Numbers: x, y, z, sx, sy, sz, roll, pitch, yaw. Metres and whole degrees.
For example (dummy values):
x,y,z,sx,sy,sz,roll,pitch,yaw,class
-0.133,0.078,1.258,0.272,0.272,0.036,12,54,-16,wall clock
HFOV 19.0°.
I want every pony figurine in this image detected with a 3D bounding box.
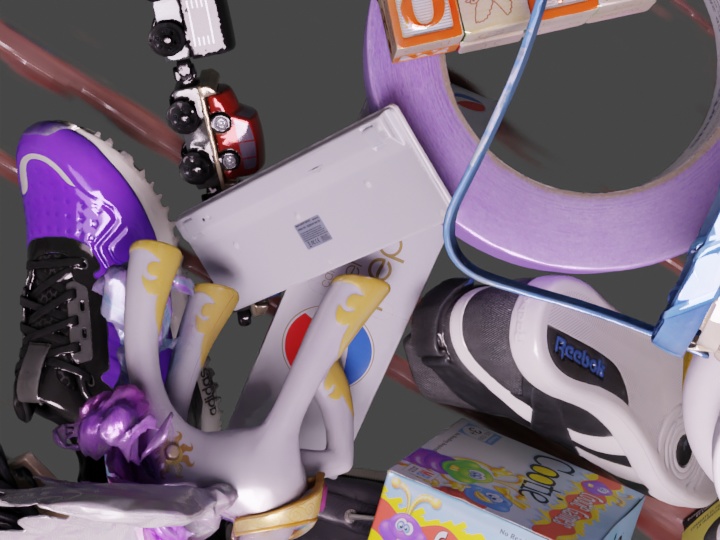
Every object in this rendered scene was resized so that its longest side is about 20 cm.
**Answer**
x,y,z,sx,sy,sz,roll,pitch,yaw,class
-0.082,0.092,0.982,0.193,0.200,0.167,10,159,-10,pony figurine

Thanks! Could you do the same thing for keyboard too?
x,y,z,sx,sy,sz,roll,pitch,yaw,class
-0.025,-0.025,1.000,0.056,0.011,0.200,55,146,-9,keyboard

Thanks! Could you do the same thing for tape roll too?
x,y,z,sx,sy,sz,roll,pitch,yaw,class
0.101,-0.099,0.971,0.200,0.066,0.200,0,89,-2,tape roll

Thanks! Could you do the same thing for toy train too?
x,y,z,sx,sy,sz,roll,pitch,yaw,class
-0.070,-0.066,1.076,0.046,0.034,0.200,-11,111,2,toy train

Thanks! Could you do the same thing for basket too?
x,y,z,sx,sy,sz,roll,pitch,yaw,class
0.150,-0.050,0.846,0.200,0.139,0.177,22,102,11,basket

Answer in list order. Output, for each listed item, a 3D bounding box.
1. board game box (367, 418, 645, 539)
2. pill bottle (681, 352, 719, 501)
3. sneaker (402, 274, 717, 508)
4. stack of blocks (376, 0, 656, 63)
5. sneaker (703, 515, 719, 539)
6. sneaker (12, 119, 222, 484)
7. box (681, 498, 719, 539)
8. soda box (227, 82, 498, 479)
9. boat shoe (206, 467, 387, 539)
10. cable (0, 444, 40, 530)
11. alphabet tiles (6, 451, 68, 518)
x,y,z,sx,sy,sz,roll,pitch,yaw,class
0.049,0.191,1.047,0.103,0.105,0.200,22,108,18,board game box
0.204,0.045,0.984,0.112,0.200,0.113,4,114,8,pill bottle
0.098,0.055,1.072,0.112,0.073,0.200,3,154,40,sneaker
0.099,-0.166,0.911,0.200,0.059,0.115,-13,89,-2,stack of blocks
0.263,0.102,1.018,0.201,0.067,0.108,-5,145,-25,sneaker
-0.138,0.027,1.079,0.070,0.100,0.200,0,117,42,sneaker
0.194,0.181,1.045,0.075,0.200,0.050,40,116,-7,box
0.000,0.000,1.072,0.064,0.068,0.200,23,115,-1,soda box
-0.048,0.138,1.142,0.200,0.063,0.073,3,113,8,boat shoe
-0.229,0.117,1.135,0.163,0.051,0.200,-24,97,56,cable
-0.130,0.160,1.134,0.167,0.008,0.200,47,147,-11,alphabet tiles
